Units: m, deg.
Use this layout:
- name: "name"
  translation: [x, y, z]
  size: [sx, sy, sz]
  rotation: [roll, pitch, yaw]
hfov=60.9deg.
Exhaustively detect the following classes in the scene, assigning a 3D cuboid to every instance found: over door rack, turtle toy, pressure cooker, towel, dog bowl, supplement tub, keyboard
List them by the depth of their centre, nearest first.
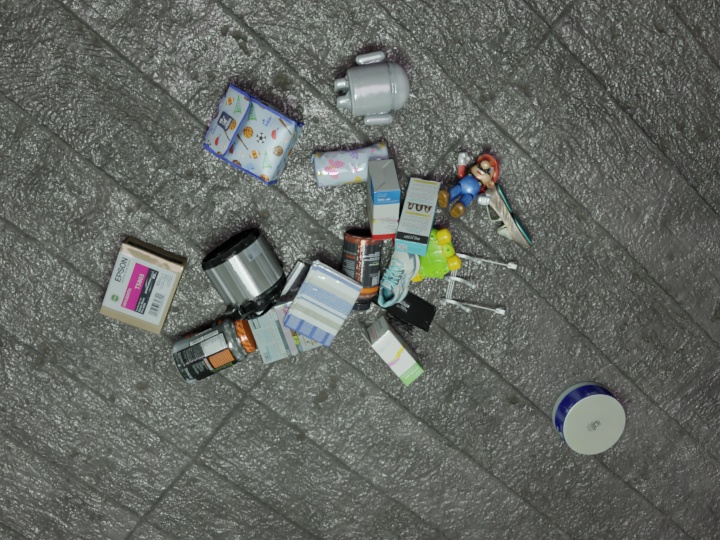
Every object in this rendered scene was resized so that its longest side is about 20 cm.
- name: "pressure cooker"
  translation: [-0.283, 0.019, 1.538]
  size: [0.174, 0.179, 0.202]
  rotation: [-31, 107, 0]
- name: "towel"
  translation: [-0.098, 0.087, 1.565]
  size: [0.145, 0.024, 0.202]
  rotation: [26, 109, -10]
- name: "supplement tub"
  translation: [0.000, 0.000, 1.601]
  size: [0.105, 0.107, 0.204]
  rotation: [4, 105, -8]
- name: "turtle toy"
  translation: [0.180, -0.071, 1.604]
  size: [0.143, 0.101, 0.203]
  rotation: [-16, 107, 23]
- name: "supplement tub"
  translation: [-0.382, 0.204, 1.609]
  size: [0.197, 0.123, 0.124]
  rotation: [-23, 108, 0]
- name: "over door rack"
  translation: [0.327, 0.038, 1.673]
  size: [0.196, 0.067, 0.151]
  rotation: [9, 106, -9]
- name: "keyboard"
  translation: [0.108, 0.105, 1.692]
  size: [0.198, 0.040, 0.105]
  rotation: [29, 78, -12]
- name: "dog bowl"
  translation: [0.680, 0.441, 1.825]
  size: [0.196, 0.079, 0.204]
  rotation: [-2, 107, -6]

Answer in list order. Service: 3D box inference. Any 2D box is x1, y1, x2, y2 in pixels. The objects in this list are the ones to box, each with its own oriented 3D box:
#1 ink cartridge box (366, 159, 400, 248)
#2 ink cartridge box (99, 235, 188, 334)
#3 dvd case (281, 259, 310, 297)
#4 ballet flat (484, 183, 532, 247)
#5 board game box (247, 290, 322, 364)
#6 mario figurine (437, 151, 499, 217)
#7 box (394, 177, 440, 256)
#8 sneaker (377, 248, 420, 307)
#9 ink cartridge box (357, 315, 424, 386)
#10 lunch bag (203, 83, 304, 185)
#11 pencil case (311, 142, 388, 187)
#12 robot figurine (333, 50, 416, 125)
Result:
- name: "ink cartridge box"
  translation: [0.054, -0.159, 1.515]
  size: [0.066, 0.118, 0.202]
  rotation: [-5, 139, -5]
- name: "ink cartridge box"
  translation: [-0.554, 0.039, 1.567]
  size: [0.162, 0.075, 0.203]
  rotation: [21, 104, -13]
- name: "dvd case"
  translation: [-0.126, 0.085, 1.660]
  size: [0.198, 0.016, 0.150]
  rotation: [32, 101, -15]
- name: "ballet flat"
  translation: [0.386, -0.138, 1.637]
  size: [0.067, 0.068, 0.202]
  rotation: [-28, 103, 23]
- name: "board game box"
  translation: [-0.186, 0.143, 1.630]
  size: [0.196, 0.064, 0.150]
  rotation: [-17, 109, 1]
- name: "mario figurine"
  translation: [0.283, -0.231, 1.541]
  size: [0.200, 0.105, 0.124]
  rotation: [-44, 111, -26]
- name: "box"
  translation: [0.145, -0.137, 1.530]
  size: [0.081, 0.203, 0.049]
  rotation: [11, 148, 10]
- name: "sneaker"
  translation: [0.093, 0.019, 1.571]
  size: [0.077, 0.086, 0.202]
  rotation: [33, 134, 24]
- name: "ink cartridge box"
  translation: [0.081, 0.202, 1.665]
  size: [0.067, 0.117, 0.201]
  rotation: [-39, 107, 5]
- name: "lunch bag"
  translation: [-0.264, -0.327, 1.473]
  size: [0.198, 0.124, 0.172]
  rotation: [30, 101, 0]
- name: "pencil case"
  translation: [-0.023, -0.266, 1.535]
  size: [0.196, 0.083, 0.093]
  rotation: [-10, 88, -4]
- name: "robot figurine"
  translation: [0.034, -0.437, 1.475]
  size: [0.196, 0.113, 0.173]
  rotation: [-10, 101, -4]
